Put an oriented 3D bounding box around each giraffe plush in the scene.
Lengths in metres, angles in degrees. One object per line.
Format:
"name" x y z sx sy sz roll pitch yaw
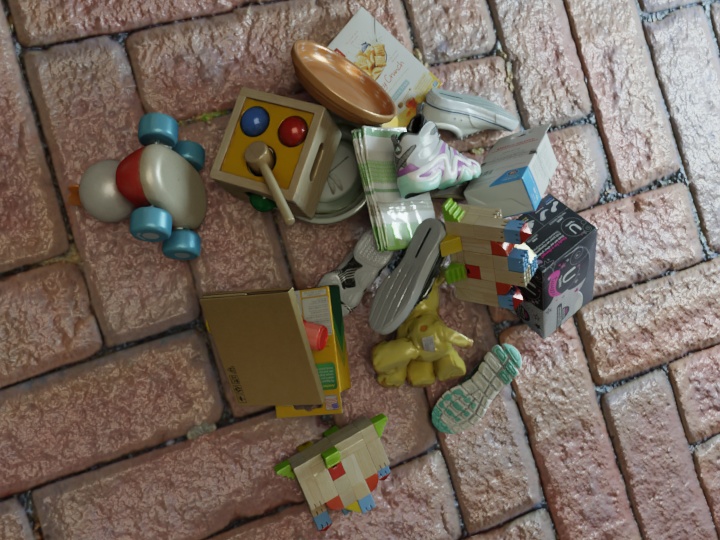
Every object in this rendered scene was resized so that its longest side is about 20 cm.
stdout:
"giraffe plush" 0.094 0.086 1.229 0.169 0.201 0.165 -2 57 -10

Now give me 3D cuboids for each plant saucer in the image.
"plant saucer" -0.031 -0.298 1.176 0.198 0.201 0.038 33 117 -10
"plant saucer" -0.052 -0.171 1.232 0.196 0.050 0.205 -3 77 13

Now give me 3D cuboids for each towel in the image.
"towel" 0.064 -0.136 1.176 0.147 0.030 0.204 -9 83 -42

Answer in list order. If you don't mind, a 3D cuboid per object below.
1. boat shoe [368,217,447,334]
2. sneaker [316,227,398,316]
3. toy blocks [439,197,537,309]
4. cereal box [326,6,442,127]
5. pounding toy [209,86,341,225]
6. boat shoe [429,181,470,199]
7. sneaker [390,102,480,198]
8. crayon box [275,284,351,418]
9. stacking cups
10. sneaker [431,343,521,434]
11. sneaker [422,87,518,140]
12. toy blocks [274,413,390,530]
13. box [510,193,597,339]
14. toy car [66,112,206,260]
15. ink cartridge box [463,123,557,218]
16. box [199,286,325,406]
"boat shoe" 0.088 0.018 1.142 0.071 0.072 0.202 35 86 -47
"sneaker" 0.000 0.000 1.241 0.075 0.115 0.201 42 114 4
"toy blocks" 0.211 -0.018 1.130 0.100 0.135 0.203 -48 136 -40
"cereal box" 0.029 -0.345 1.291 0.199 0.039 0.145 40 78 -8
"pounding toy" -0.134 -0.169 1.151 0.181 0.142 0.204 16 81 18
"boat shoe" 0.113 -0.154 1.279 0.196 0.073 0.076 8 79 -20
"sneaker" 0.121 -0.203 1.180 0.198 0.077 0.143 -19 94 -50
"crayon box" -0.087 0.133 1.193 0.123 0.051 0.205 -8 87 21
"stacking cups" -0.147 0.088 1.164 0.196 0.060 0.062 9 83 15
"sneaker" 0.209 0.210 1.278 0.200 0.091 0.078 -44 78 11
"sneaker" 0.195 -0.275 1.318 0.196 0.074 0.072 9 124 -24
"toy blocks" -0.025 0.344 1.206 0.197 0.100 0.139 -26 102 -15
"box" 0.319 -0.001 1.244 0.131 0.202 0.115 -36 51 -14
"toy car" -0.361 -0.120 1.144 0.196 0.177 0.188 -5 72 15
"ink cartridge box" 0.271 -0.172 1.271 0.069 0.114 0.201 60 42 -23
"box" -0.151 0.124 1.133 0.160 0.021 0.204 -5 114 22
